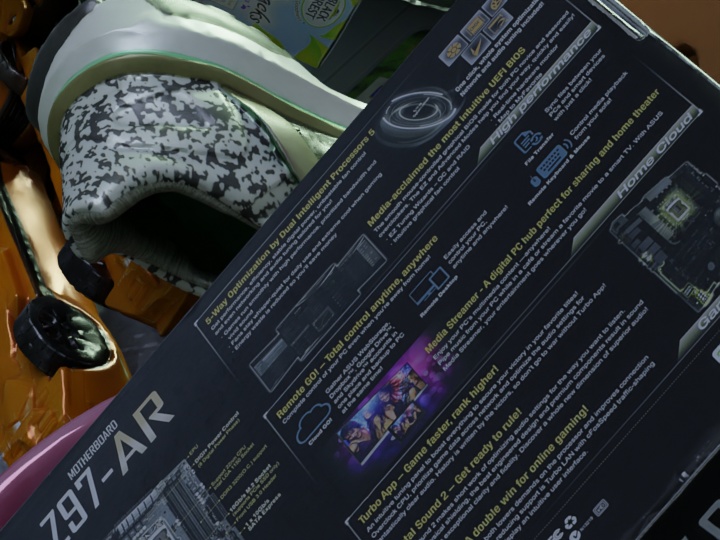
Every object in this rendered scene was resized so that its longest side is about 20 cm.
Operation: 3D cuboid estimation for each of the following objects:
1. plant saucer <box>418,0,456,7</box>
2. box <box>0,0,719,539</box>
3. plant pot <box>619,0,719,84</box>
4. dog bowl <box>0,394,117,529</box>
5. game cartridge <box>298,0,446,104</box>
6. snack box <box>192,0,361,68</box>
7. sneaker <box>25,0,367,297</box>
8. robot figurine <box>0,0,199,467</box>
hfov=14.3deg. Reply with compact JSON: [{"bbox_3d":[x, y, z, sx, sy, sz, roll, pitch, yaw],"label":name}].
[{"bbox_3d":[0.081,-0.123,0.984,0.201,0.039,0.201,-15,12,3],"label":"plant saucer"},{"bbox_3d":[0.017,0.041,0.616,0.200,0.044,0.160,-50,38,5],"label":"box"},{"bbox_3d":[0.158,-0.069,0.795,0.140,0.200,0.200,-44,23,34],"label":"plant pot"},{"bbox_3d":[-0.036,0.105,0.722,0.200,0.074,0.200,-19,41,18],"label":"dog bowl"},{"bbox_3d":[0.025,-0.026,0.924,0.200,0.041,0.133,19,54,38],"label":"game cartridge"},{"bbox_3d":[-0.067,-0.181,0.898,0.200,0.068,0.169,25,57,-6],"label":"snack box"},{"bbox_3d":[0.000,0.000,0.780,0.200,0.077,0.089,18,41,-11],"label":"sneaker"},{"bbox_3d":[-0.089,-0.019,0.905,0.145,0.058,0.200,-54,35,23],"label":"robot figurine"}]
